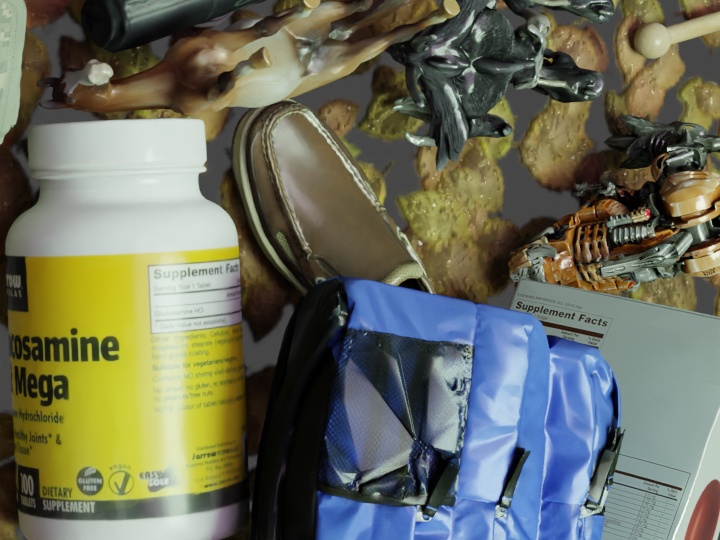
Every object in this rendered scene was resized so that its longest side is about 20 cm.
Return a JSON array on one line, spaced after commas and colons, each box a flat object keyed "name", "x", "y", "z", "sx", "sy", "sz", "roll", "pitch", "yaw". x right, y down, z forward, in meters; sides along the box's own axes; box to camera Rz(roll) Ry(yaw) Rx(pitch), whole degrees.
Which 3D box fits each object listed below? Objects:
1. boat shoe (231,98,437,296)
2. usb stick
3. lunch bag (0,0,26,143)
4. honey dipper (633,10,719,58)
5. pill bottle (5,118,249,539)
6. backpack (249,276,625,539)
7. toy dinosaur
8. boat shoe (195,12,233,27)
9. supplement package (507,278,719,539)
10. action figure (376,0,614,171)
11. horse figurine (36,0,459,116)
[{"name": "boat shoe", "x": 0.004, "y": -0.003, "z": 1.046, "sx": 0.075, "sy": 0.075, "sz": 0.202, "roll": -40, "pitch": 113, "yaw": -28}, {"name": "usb stick", "x": -0.043, "y": -0.154, "z": 0.974, "sx": 0.200, "sy": 0.055, "sz": 0.033, "roll": -22, "pitch": 87, "yaw": -21}, {"name": "lunch bag", "x": -0.237, "y": -0.134, "z": 0.850, "sx": 0.164, "sy": 0.118, "sz": 0.200, "roll": -13, "pitch": 104, "yaw": -35}, {"name": "honey dipper", "x": 0.251, "y": -0.168, "z": 1.245, "sx": 0.200, "sy": 0.038, "sz": 0.038, "roll": -17, "pitch": 101, "yaw": -30}, {"name": "pill bottle", "x": -0.113, "y": 0.029, "z": 0.941, "sx": 0.112, "sy": 0.112, "sz": 0.200, "roll": -4, "pitch": 93, "yaw": -35}, {"name": "backpack", "x": 0.030, "y": 0.114, "z": 0.930, "sx": 0.168, "sy": 0.163, "sz": 0.200, "roll": 12, "pitch": 86, "yaw": -1}, {"name": "toy dinosaur", "x": 0.188, "y": -0.025, "z": 1.134, "sx": 0.200, "sy": 0.136, "sz": 0.102, "roll": 5, "pitch": 107, "yaw": 5}, {"name": "boat shoe", "x": -0.066, "y": -0.224, "z": 0.993, "sx": 0.071, "sy": 0.070, "sz": 0.200, "roll": 9, "pitch": 89, "yaw": -34}, {"name": "supplement package", "x": 0.152, "y": 0.142, "z": 1.080, "sx": 0.191, "sy": 0.147, "sz": 0.200, "roll": 40, "pitch": 68, "yaw": -50}, {"name": "action figure", "x": 0.058, "y": -0.121, "z": 1.063, "sx": 0.200, "sy": 0.102, "sz": 0.119, "roll": -15, "pitch": 112, "yaw": -56}, {"name": "horse figurine", "x": -0.040, "y": -0.109, "z": 0.947, "sx": 0.200, "sy": 0.132, "sz": 0.050, "roll": -25, "pitch": 95, "yaw": -44}]
